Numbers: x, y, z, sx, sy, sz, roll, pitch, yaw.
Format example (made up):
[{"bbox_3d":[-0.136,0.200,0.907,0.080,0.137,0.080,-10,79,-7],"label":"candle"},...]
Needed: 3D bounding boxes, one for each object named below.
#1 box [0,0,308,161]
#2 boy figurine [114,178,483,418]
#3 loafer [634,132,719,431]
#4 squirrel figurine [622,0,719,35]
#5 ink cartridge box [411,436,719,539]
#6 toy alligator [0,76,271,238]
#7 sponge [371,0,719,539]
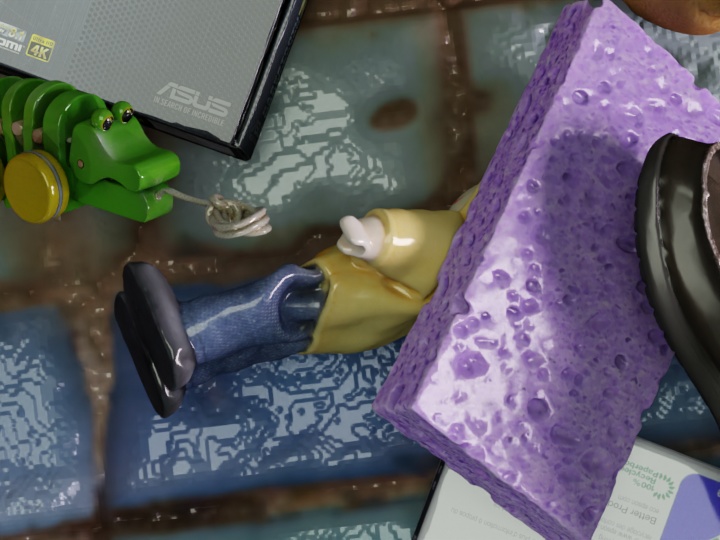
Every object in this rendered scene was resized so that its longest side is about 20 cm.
[{"bbox_3d":[-0.116,-0.156,0.969,0.199,0.051,0.158,20,87,5],"label":"box"},{"bbox_3d":[0.000,0.000,0.923,0.199,0.124,0.065,-20,74,-16],"label":"boy figurine"},{"bbox_3d":[0.174,0.032,0.882,0.071,0.073,0.201,-21,97,28],"label":"loafer"},{"bbox_3d":[0.138,-0.194,0.888,0.141,0.200,0.188,21,99,30],"label":"squirrel figurine"},{"bbox_3d":[0.105,0.173,0.941,0.197,0.043,0.201,21,86,4],"label":"ink cartridge box"},{"bbox_3d":[-0.116,-0.052,0.921,0.199,0.059,0.055,9,113,39],"label":"toy alligator"},{"bbox_3d":[0.091,0.000,0.907,0.111,0.030,0.201,37,68,-28],"label":"sponge"}]
